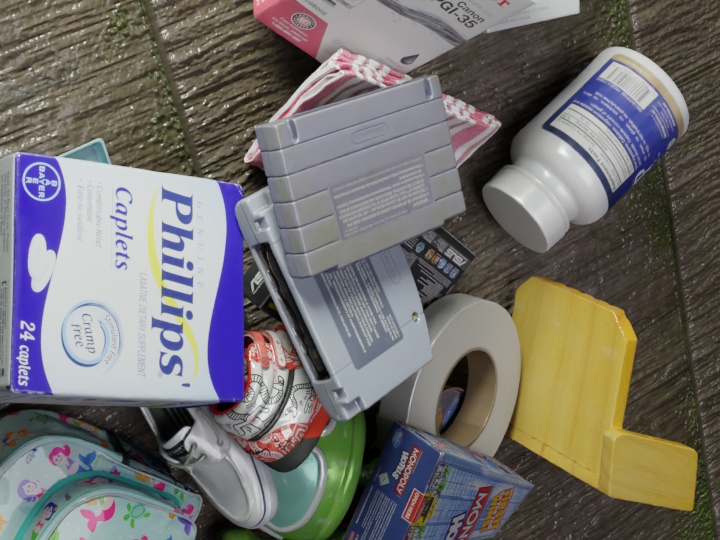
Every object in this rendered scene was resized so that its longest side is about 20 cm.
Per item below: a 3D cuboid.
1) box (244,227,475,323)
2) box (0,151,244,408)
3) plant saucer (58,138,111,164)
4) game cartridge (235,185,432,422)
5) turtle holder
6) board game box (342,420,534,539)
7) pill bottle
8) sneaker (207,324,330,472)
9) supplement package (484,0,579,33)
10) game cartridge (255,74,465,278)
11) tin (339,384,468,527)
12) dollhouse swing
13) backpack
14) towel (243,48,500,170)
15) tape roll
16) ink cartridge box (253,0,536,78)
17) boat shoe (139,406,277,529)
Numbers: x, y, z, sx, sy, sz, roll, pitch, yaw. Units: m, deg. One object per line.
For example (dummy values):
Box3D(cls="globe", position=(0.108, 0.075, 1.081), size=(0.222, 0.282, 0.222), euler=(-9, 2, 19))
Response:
Box3D(cls="box", position=(0.000, 0.000, 1.285), size=(0.160, 0.044, 0.200), euler=(-53, 137, 2))
Box3D(cls="box", position=(-0.200, 0.014, 1.095), size=(0.199, 0.105, 0.185), euler=(6, 78, -35))
Box3D(cls="plant saucer", position=(-0.292, -0.041, 1.132), size=(0.200, 0.019, 0.070), euler=(-28, 119, -24))
Box3D(cls="game cartridge", position=(-0.015, 0.009, 1.156), size=(0.133, 0.041, 0.201), euler=(-33, 102, -47))
Box3D(cls="turtle holder", position=(-0.072, 0.188, 1.295), size=(0.131, 0.141, 0.186), euler=(16, 137, -21))
Box3D(cls="board game box", position=(0.072, 0.239, 1.297), size=(0.200, 0.062, 0.201), euler=(5, 112, -52))
Box3D(cls="pill bottle", position=(0.221, -0.117, 1.378), size=(0.200, 0.120, 0.120), euler=(-43, 124, -13))
Box3D(cls="sneaker", position=(-0.053, 0.065, 1.186), size=(0.108, 0.067, 0.202), euler=(42, 72, -38))
Box3D(cls="supplement package", position=(0.121, -0.329, 1.249), size=(0.113, 0.109, 0.201), euler=(-17, 114, -28))
Box3D(cls="game cartridge", position=(0.004, -0.079, 1.138), size=(0.200, 0.038, 0.130), euler=(-23, 109, -43))
Box3D(cls="tin", position=(0.048, 0.199, 1.386), size=(0.200, 0.042, 0.112), euler=(-49, 133, -31))
Box3D(cls="dollhouse swing", position=(0.251, 0.120, 1.427), size=(0.181, 0.200, 0.176), euler=(15, 96, -36))
Box3D(cls="backpack", position=(-0.252, 0.220, 1.171), size=(0.200, 0.150, 0.178), euler=(35, 86, -31))
Box3D(cls="towel", position=(0.013, -0.115, 1.251), size=(0.200, 0.030, 0.146), euler=(18, 133, -36))
Box3D(cls="tape roll", position=(0.090, 0.123, 1.355), size=(0.203, 0.037, 0.203), euler=(-25, 122, -47))
Box3D(cls="ink cartridge box", position=(0.030, -0.250, 1.157), size=(0.146, 0.200, 0.083), euler=(30, 52, -35))
Box3D(cls="boat shoe", position=(-0.150, 0.146, 1.204), size=(0.200, 0.074, 0.067), euler=(55, 31, 6))
